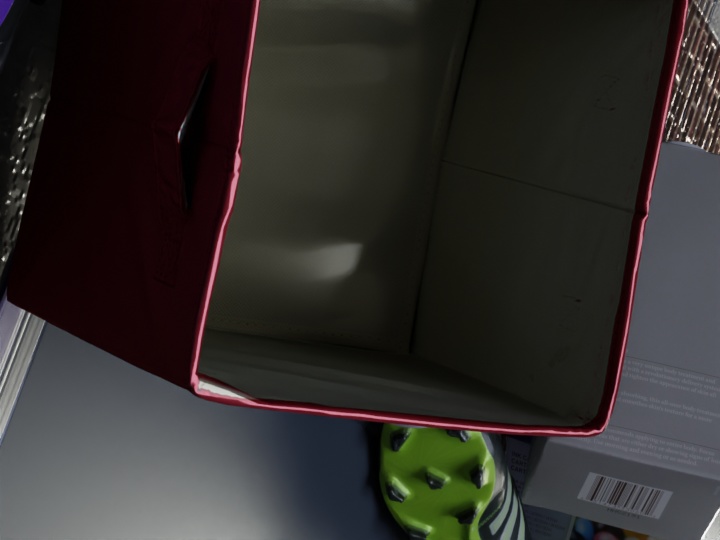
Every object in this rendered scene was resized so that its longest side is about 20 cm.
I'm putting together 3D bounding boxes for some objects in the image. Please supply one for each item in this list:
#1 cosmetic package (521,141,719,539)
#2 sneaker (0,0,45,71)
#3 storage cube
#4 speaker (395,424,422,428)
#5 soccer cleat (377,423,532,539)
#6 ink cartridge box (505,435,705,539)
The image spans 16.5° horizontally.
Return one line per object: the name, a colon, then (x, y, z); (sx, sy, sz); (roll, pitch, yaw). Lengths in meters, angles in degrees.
cosmetic package: (0.156, 0.033, 1.344); (0.090, 0.106, 0.200); (103, 1, -58)
sneaker: (-0.160, -0.079, 0.821); (0.200, 0.069, 0.100); (-45, 142, -45)
storage cube: (-0.010, -0.043, 0.935); (0.199, 0.180, 0.172); (7, 96, -31)
speaker: (0.000, 0.000, 1.149); (0.081, 0.081, 0.200); (-67, 152, -18)
soccer cleat: (0.054, 0.119, 1.332); (0.081, 0.067, 0.200); (-83, 160, -47)
ink cartridge box: (0.139, 0.143, 1.428); (0.042, 0.119, 0.201); (-21, 121, -56)
